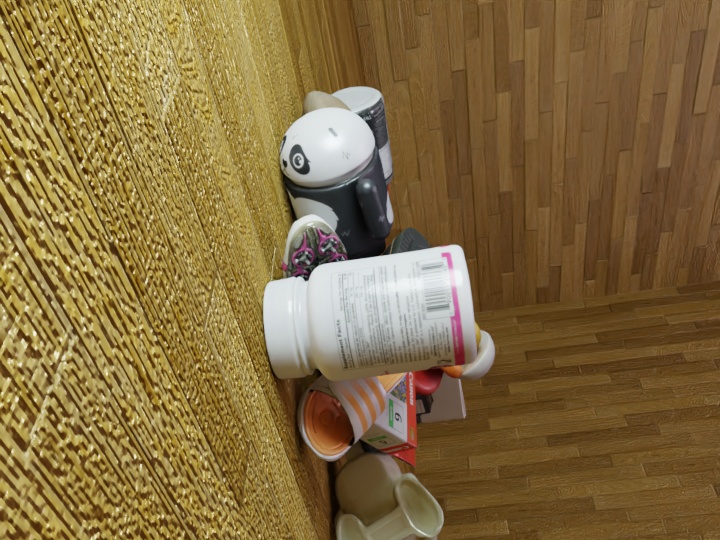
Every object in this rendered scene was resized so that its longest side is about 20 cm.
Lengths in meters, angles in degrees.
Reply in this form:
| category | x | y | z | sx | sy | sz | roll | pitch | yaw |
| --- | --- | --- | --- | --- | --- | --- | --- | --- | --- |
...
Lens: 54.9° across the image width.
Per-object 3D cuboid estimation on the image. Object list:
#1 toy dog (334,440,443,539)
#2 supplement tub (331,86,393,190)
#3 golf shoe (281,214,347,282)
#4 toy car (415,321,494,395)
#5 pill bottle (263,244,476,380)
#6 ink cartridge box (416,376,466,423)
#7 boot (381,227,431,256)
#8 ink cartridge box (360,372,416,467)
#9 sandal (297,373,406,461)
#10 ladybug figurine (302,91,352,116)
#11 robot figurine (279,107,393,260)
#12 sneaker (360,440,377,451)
| category | x | y | z | sx | sy | sz | roll | pitch | yaw |
| --- | --- | --- | --- | --- | --- | --- | --- | --- | --- |
| toy dog | 0.025 | 0.337 | 0.954 | 0.194 | 0.138 | 0.201 | 48 | -11 | 27 |
| supplement tub | -0.002 | -0.230 | 1.314 | 0.124 | 0.119 | 0.204 | -90 | 171 | -55 |
| golf shoe | -0.057 | -0.009 | 0.779 | 0.201 | 0.071 | 0.094 | 85 | -19 | -62 |
| toy car | 0.092 | 0.120 | 1.057 | 0.175 | 0.151 | 0.199 | 43 | -22 | -19 |
| pill bottle | 0.010 | 0.045 | 0.678 | 0.113 | 0.194 | 0.117 | -7 | 90 | -84 |
| ink cartridge box | 0.084 | 0.211 | 1.249 | 0.145 | 0.194 | 0.087 | -75 | 156 | -76 |
| boot | 0.017 | 0.046 | 0.898 | 0.078 | 0.138 | 0.201 | 45 | 38 | -6 |
| ink cartridge box | 0.037 | 0.173 | 0.902 | 0.199 | 0.049 | 0.112 | 40 | 41 | -43 |
| sandal | 0.006 | 0.122 | 0.784 | 0.079 | 0.059 | 0.206 | 47 | 47 | 1 |
| ladybug figurine | -0.033 | -0.157 | 0.993 | 0.136 | 0.070 | 0.206 | 162 | -83 | -76 |
| robot figurine | -0.029 | -0.096 | 0.852 | 0.126 | 0.146 | 0.204 | -70 | 152 | -47 |
| sneaker | 0.025 | 0.320 | 1.178 | 0.200 | 0.064 | 0.093 | 71 | 11 | -75 |
